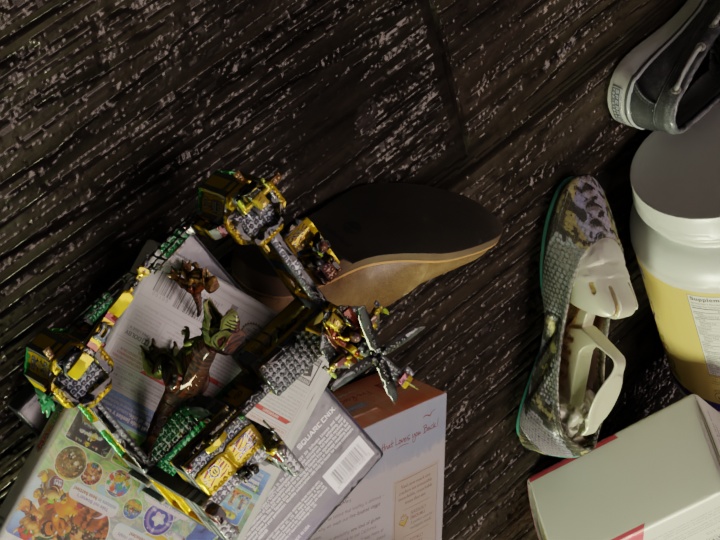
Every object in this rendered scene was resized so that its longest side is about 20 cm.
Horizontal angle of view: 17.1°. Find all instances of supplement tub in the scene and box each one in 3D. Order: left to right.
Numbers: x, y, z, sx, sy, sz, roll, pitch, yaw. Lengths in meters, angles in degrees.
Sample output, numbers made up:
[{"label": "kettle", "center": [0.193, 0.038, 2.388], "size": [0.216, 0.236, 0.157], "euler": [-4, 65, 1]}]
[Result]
[{"label": "supplement tub", "center": [0.271, -0.004, 1.689], "size": [0.145, 0.145, 0.200], "euler": [-44, 134, -25]}]

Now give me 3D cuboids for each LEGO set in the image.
[{"label": "LEGO set", "center": [-0.069, 0.047, 1.286], "size": [0.200, 0.116, 0.154], "euler": [-37, 116, -19]}]

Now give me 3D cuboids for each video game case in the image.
[{"label": "video game case", "center": [-0.111, 0.102, 1.355], "size": [0.143, 0.018, 0.201], "euler": [32, 83, -32]}, {"label": "video game case", "center": [-0.091, 0.093, 1.385], "size": [0.143, 0.019, 0.200], "euler": [-47, 119, -14]}]

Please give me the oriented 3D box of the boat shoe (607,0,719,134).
[{"label": "boat shoe", "center": [0.256, -0.163, 1.663], "size": [0.200, 0.068, 0.072], "euler": [-41, 133, -28]}]

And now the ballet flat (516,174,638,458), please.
[{"label": "ballet flat", "center": [0.157, 0.036, 1.643], "size": [0.072, 0.072, 0.201], "euler": [-9, 112, -45]}]

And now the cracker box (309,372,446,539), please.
[{"label": "cracker box", "center": [-0.011, 0.177, 1.529], "size": [0.134, 0.058, 0.201], "euler": [-19, 121, -41]}]

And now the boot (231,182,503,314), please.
[{"label": "boot", "center": [0.000, 0.000, 1.468], "size": [0.199, 0.074, 0.076], "euler": [-15, 133, -35]}]

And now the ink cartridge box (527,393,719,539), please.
[{"label": "ink cartridge box", "center": [0.234, 0.185, 1.731], "size": [0.146, 0.083, 0.200], "euler": [-30, 144, 20]}]
